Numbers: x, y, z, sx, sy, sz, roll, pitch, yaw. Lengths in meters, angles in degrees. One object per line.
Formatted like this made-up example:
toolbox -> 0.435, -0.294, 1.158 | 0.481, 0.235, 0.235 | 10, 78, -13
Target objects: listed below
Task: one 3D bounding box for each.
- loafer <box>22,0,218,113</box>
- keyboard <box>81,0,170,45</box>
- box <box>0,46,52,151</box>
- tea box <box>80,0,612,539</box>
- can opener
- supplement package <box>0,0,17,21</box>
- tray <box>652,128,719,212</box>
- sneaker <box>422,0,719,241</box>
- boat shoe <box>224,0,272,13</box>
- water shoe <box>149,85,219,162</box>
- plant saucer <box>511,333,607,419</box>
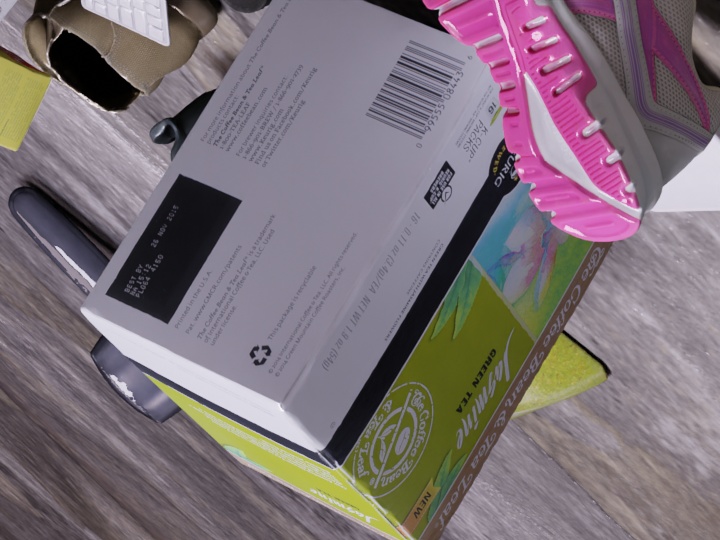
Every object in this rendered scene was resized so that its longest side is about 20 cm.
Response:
loafer -> -0.149, -0.128, 1.644 | 0.076, 0.068, 0.200 | 41, 161, -15
keyboard -> -0.125, -0.189, 1.479 | 0.056, 0.011, 0.200 | 31, 150, 21
box -> -0.261, -0.125, 1.580 | 0.075, 0.050, 0.200 | 31, -176, 40
tea box -> 0.000, 0.000, 1.444 | 0.133, 0.201, 0.197 | 24, 167, 31
can opener -> -0.178, 0.017, 2.080 | 0.200, 0.079, 0.063 | 51, 167, -13
supplement package -> -0.259, -0.236, 1.511 | 0.199, 0.111, 0.156 | 28, 161, 22
tray -> 0.103, -0.099, 1.327 | 0.200, 0.022, 0.107 | 44, 162, -22
sneaker -> 0.086, -0.117, 1.223 | 0.081, 0.088, 0.201 | -7, 111, 54
boat shoe -> -0.064, -0.172, 1.392 | 0.073, 0.063, 0.202 | 31, 163, 10
water shoe -> -0.076, -0.020, 1.682 | 0.072, 0.079, 0.201 | 47, 154, 48
plant saucer -> 0.028, 0.033, 1.753 | 0.200, 0.048, 0.200 | 38, 162, -7
